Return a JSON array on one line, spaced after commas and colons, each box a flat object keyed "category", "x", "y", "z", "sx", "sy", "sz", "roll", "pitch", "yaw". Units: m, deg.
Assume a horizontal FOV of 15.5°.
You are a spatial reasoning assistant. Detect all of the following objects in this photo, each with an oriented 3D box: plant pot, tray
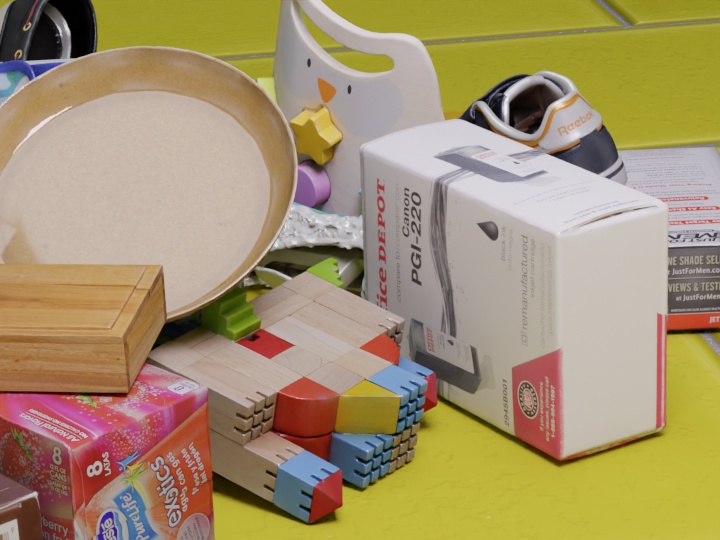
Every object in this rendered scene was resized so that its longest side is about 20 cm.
[{"category": "plant pot", "x": -0.133, "y": -0.043, "z": 1.520, "sx": 0.200, "sy": 0.028, "sz": 0.200, "roll": -4, "pitch": 54, "yaw": 6}, {"category": "tray", "x": -0.212, "y": 0.028, "z": 1.412, "sx": 0.200, "sy": 0.037, "sz": 0.099, "roll": 0, "pitch": 22, "yaw": 9}]

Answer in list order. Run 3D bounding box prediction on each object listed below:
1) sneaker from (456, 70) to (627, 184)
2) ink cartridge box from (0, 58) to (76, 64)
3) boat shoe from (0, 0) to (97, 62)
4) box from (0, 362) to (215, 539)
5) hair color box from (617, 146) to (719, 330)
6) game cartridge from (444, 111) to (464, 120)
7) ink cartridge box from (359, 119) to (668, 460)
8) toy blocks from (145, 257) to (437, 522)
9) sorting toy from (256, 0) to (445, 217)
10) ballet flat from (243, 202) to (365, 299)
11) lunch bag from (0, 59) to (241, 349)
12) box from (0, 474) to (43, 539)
[{"category": "sneaker", "x": 0.105, "y": -0.096, "z": 1.807, "sx": 0.078, "sy": 0.080, "sz": 0.200, "roll": -33, "pitch": 21, "yaw": -25}, {"category": "ink cartridge box", "x": -0.276, "y": -0.056, "z": 1.748, "sx": 0.200, "sy": 0.146, "sz": 0.083, "roll": -4, "pitch": 21, "yaw": -6}, {"category": "boat shoe", "x": -0.228, "y": -0.112, "z": 1.866, "sx": 0.063, "sy": 0.202, "sz": 0.074, "roll": -19, "pitch": -35, "yaw": 36}, {"category": "box", "x": -0.179, "y": 0.093, "z": 1.422, "sx": 0.200, "sy": 0.096, "sz": 0.100, "roll": 18, "pitch": 29, "yaw": 41}, {"category": "hair color box", "x": 0.204, "y": -0.023, "z": 1.757, "sx": 0.101, "sy": 0.061, "sz": 0.200, "roll": -2, "pitch": 20, "yaw": -1}, {"category": "game cartridge", "x": 0.032, "y": -0.068, "z": 1.934, "sx": 0.176, "sy": 0.032, "sz": 0.200, "roll": -4, "pitch": 24, "yaw": -6}, {"category": "ink cartridge box", "x": 0.087, "y": 0.007, "z": 1.564, "sx": 0.085, "sy": 0.146, "sz": 0.200, "roll": -15, "pitch": 24, "yaw": -30}, {"category": "toy blocks", "x": -0.026, "y": 0.071, "z": 1.505, "sx": 0.137, "sy": 0.100, "sz": 0.200, "roll": 25, "pitch": 32, "yaw": 28}, {"category": "sorting toy", "x": -0.007, "y": -0.110, "z": 1.773, "sx": 0.200, "sy": 0.180, "sz": 0.107, "roll": 35, "pitch": 53, "yaw": 30}, {"category": "ballet flat", "x": 0.000, "y": 0.000, "z": 1.725, "sx": 0.200, "sy": 0.072, "sz": 0.072, "roll": 9, "pitch": 23, "yaw": 29}, {"category": "lunch bag", "x": -0.176, "y": -0.040, "z": 1.635, "sx": 0.200, "sy": 0.170, "sz": 0.127, "roll": 3, "pitch": -8, "yaw": 17}, {"category": "box", "x": -0.260, "y": 0.130, "z": 1.368, "sx": 0.100, "sy": 0.075, "sz": 0.200, "roll": -20, "pitch": 26, "yaw": -40}]
